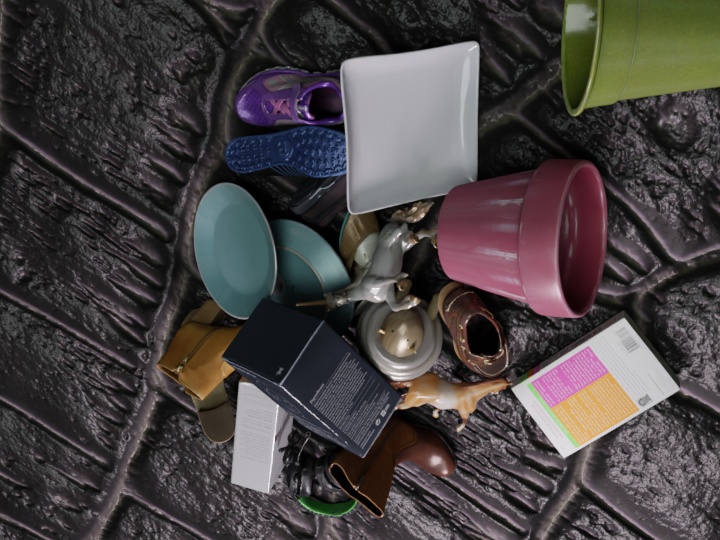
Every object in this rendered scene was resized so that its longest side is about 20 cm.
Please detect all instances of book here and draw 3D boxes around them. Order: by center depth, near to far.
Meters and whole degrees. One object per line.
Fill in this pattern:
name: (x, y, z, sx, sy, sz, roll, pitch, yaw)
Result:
book: (0.336, 0.164, 1.331, 0.199, 0.048, 0.134, -36, 99, 26)

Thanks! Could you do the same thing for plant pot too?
plant pot: (0.341, -0.277, 1.053, 0.188, 0.200, 0.202, 1, 116, 2)
plant pot: (0.205, -0.044, 1.195, 0.178, 0.200, 0.202, 4, 117, 31)

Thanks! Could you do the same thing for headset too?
headset: (-0.072, 0.339, 1.499, 0.122, 0.094, 0.201, -12, 122, 20)

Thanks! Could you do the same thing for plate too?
plate: (0.063, -0.187, 1.196, 0.198, 0.032, 0.202, -14, 117, -23)
plate: (-0.096, 0.023, 1.351, 0.199, 0.026, 0.202, 20, 126, 29)
plate: (-0.178, -0.030, 1.353, 0.199, 0.025, 0.202, 15, 111, 44)

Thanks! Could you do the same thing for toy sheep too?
toy sheep: (0.056, 0.091, 1.312, 0.136, 0.200, 0.139, 0, 76, 0)

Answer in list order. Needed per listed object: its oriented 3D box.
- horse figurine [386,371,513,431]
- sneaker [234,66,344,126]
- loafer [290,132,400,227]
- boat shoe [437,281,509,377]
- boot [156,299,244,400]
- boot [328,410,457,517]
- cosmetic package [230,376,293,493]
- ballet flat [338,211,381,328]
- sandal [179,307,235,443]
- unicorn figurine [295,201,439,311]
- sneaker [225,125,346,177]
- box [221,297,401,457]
horse figurine: (0.111, 0.188, 1.375, 0.198, 0.050, 0.133, 14, 141, -18)
sneaker: (-0.082, -0.226, 1.237, 0.198, 0.089, 0.081, -1, 116, 17)
loafer: (-0.010, -0.130, 1.281, 0.199, 0.072, 0.063, -34, 121, 27)
boat shoe: (0.166, 0.097, 1.286, 0.070, 0.070, 0.200, -42, 136, -3)
boot: (-0.196, 0.137, 1.395, 0.200, 0.145, 0.071, 21, 153, 20)
boot: (0.056, 0.291, 1.379, 0.188, 0.200, 0.068, 46, 118, -9)
cosmetic package: (-0.152, 0.241, 1.471, 0.073, 0.102, 0.202, 12, 118, 11)
ballet flat: (0.000, 0.000, 1.325, 0.072, 0.067, 0.201, 40, 126, 35)
sandal: (-0.246, 0.170, 1.479, 0.077, 0.070, 0.214, -12, 83, -11)
unicorn figurine: (0.029, 0.000, 1.237, 0.137, 0.201, 0.074, 8, 146, 53)
sneaker: (-0.083, -0.162, 1.263, 0.198, 0.078, 0.071, 4, 100, 22)
box: (-0.066, 0.148, 1.284, 0.148, 0.107, 0.200, 17, 157, 49)
